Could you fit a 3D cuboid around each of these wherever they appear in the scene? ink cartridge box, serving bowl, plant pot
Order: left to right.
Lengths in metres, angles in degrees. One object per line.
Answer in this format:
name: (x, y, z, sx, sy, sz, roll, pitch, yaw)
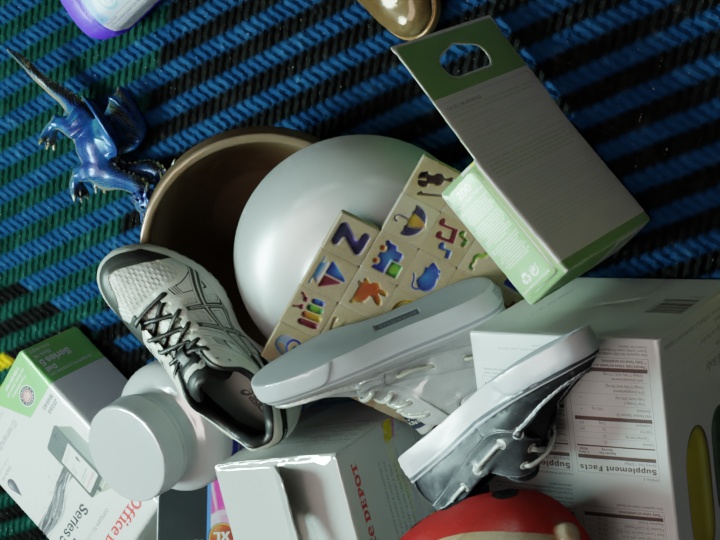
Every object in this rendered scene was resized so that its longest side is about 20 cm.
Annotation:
ink cartridge box: (-0.257, 0.179, 1.554, 0.200, 0.084, 0.146, 44, 124, 14)
ink cartridge box: (-0.129, 0.238, 1.424, 0.094, 0.201, 0.037, -4, 150, 2)
plant pot: (-0.079, -0.030, 1.341, 0.199, 0.093, 0.202, -1, 113, -3)
ink cartridge box: (-0.015, 0.185, 1.323, 0.125, 0.200, 0.130, -9, 100, 35)
serving bowl: (0.000, 0.000, 1.274, 0.198, 0.066, 0.202, -1, 113, -3)
ink cartridge box: (0.108, -0.084, 1.190, 0.200, 0.145, 0.048, 51, 127, 9)

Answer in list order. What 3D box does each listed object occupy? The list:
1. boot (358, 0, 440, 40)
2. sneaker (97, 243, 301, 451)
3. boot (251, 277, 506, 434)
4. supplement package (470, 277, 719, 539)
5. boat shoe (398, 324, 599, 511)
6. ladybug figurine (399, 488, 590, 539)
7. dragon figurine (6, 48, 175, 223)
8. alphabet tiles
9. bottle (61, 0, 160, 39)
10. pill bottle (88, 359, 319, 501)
boot: (-0.015, -0.258, 1.262, 0.074, 0.075, 0.201, -38, 84, 34)
sneaker: (-0.124, 0.058, 1.264, 0.200, 0.088, 0.076, 42, 104, -3)
boot: (0.025, 0.085, 1.228, 0.199, 0.074, 0.096, -21, 107, 4)
supplement package: (0.189, 0.121, 1.196, 0.150, 0.151, 0.202, 1, 105, 35)
boat shoe: (0.103, 0.109, 1.112, 0.068, 0.072, 0.200, 55, 130, 11)
ladybug figurine: (0.084, 0.204, 1.134, 0.200, 0.135, 0.072, -35, 45, 44)
dragon figurine: (-0.230, -0.125, 1.455, 0.099, 0.059, 0.201, -26, 90, 36)
alphabet tiles: (0.042, 0.017, 1.245, 0.166, 0.008, 0.201, 25, 109, -14)
bottle: (-0.173, -0.276, 1.365, 0.200, 0.065, 0.084, -35, 86, 36)
pill bottle: (-0.131, 0.116, 1.376, 0.111, 0.200, 0.113, 13, 114, 31)
